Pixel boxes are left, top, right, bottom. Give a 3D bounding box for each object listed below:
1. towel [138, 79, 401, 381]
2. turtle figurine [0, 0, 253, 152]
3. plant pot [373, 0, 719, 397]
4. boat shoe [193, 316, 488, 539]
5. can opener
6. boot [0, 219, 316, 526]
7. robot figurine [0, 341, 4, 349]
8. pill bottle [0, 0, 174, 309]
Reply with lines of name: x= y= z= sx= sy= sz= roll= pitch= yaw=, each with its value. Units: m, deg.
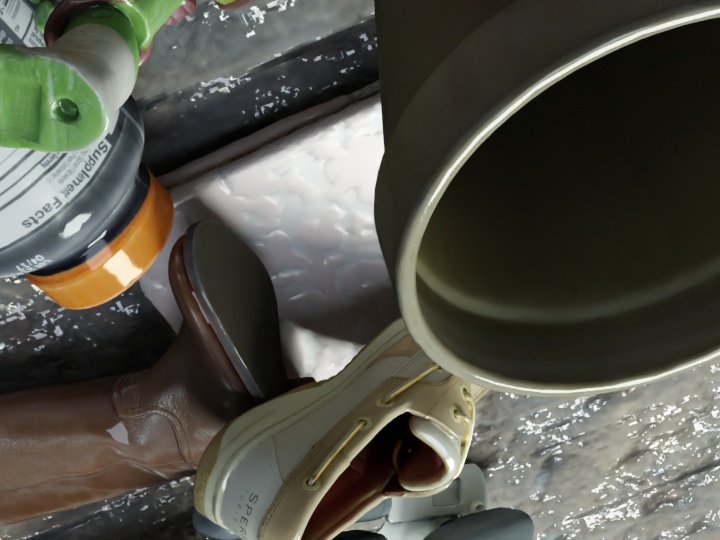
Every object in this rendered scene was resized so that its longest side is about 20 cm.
towel: x=0.000 y=0.000 z=0.883 sx=0.191 sy=0.032 sz=0.200 roll=-25 pitch=130 yaw=8
turtle figurine: x=-0.099 y=-0.137 z=0.629 sx=0.144 sy=0.194 sz=0.200 roll=-36 pitch=105 yaw=30
plant pot: x=0.083 y=-0.081 z=0.674 sx=0.199 sy=0.174 sz=0.200 roll=-13 pitch=143 yaw=-10
boat shoe: x=0.017 y=0.075 z=0.830 sx=0.200 sy=0.069 sz=0.074 roll=-30 pitch=142 yaw=-35
can opener: x=0.008 y=0.134 z=0.933 sx=0.200 sy=0.067 sz=0.054 roll=0 pitch=91 yaw=-43
boot: x=-0.130 y=0.058 z=0.858 sx=0.199 sy=0.064 sz=0.187 roll=-7 pitch=137 yaw=15
robot figurine: x=-0.266 y=0.059 z=0.821 sx=0.200 sy=0.113 sz=0.170 roll=-23 pitch=164 yaw=8
pill bottle: x=-0.162 y=-0.069 z=0.745 sx=0.106 sy=0.106 sz=0.200 roll=-30 pitch=129 yaw=13
